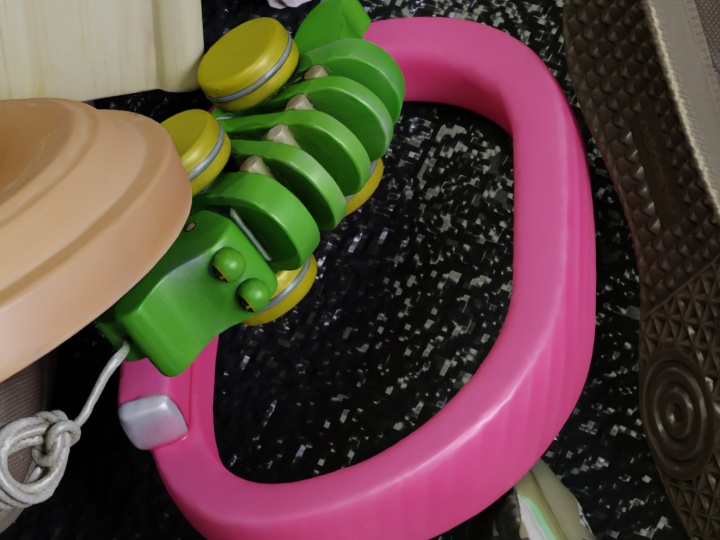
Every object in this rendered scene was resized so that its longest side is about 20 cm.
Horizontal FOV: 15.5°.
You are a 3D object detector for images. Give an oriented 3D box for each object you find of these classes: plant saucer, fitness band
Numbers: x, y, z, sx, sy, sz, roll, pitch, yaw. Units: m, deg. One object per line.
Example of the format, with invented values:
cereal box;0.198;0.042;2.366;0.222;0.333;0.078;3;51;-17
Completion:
plant saucer;-0.141;0.002;0.693;0.199;0.033;0.201;-18;20;7
fitness band;0.000;0.000;0.796;0.143;0.038;0.201;-15;43;17

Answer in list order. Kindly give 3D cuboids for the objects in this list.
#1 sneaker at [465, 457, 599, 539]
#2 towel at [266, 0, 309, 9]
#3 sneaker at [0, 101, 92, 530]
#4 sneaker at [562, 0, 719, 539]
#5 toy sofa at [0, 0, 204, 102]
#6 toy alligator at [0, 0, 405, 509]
sneaker;0.098;0.127;0.738;0.088;0.077;0.200;-16;56;-28
towel;-0.005;-0.212;0.926;0.190;0.032;0.200;-35;63;-3
sneaker;-0.127;-0.017;0.837;0.070;0.076;0.201;-8;65;11
sneaker;0.121;-0.006;0.777;0.075;0.070;0.201;-7;79;-29
toy sofa;-0.095;-0.131;0.839;0.097;0.083;0.200;-11;32;-18
toy alligator;-0.035;-0.010;0.746;0.054;0.059;0.200;-4;43;45
